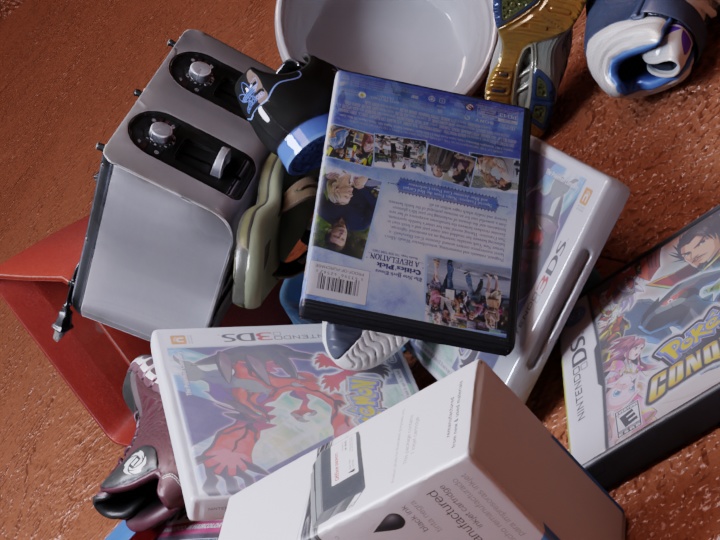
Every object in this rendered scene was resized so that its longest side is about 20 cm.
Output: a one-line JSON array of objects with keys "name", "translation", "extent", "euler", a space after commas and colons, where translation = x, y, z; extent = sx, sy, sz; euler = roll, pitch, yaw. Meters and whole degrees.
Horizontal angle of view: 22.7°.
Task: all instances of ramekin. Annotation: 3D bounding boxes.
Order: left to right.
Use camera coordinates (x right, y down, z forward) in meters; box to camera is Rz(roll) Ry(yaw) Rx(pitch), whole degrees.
[{"name": "ramekin", "translation": [0.022, -0.210, 1.626], "extent": [0.200, 0.200, 0.105], "euler": [-50, -8, -13]}]

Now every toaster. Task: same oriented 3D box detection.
[{"name": "toaster", "translation": [-0.135, -0.050, 1.371], "extent": [0.181, 0.118, 0.201], "euler": [-64, -4, -48]}]

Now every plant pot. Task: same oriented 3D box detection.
[{"name": "plant pot", "translation": [-0.173, 0.027, 1.565], "extent": [0.176, 0.201, 0.199], "euler": [-44, 21, -23]}]

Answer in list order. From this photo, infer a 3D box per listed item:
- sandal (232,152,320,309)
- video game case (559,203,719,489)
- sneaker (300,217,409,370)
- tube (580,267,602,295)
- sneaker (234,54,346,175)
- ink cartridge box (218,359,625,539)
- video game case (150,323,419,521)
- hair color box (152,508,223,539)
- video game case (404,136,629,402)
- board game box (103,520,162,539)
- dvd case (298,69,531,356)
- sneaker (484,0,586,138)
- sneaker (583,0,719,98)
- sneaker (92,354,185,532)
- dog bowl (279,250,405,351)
[{"name": "sandal", "translation": [-0.047, -0.030, 1.290], "extent": [0.057, 0.080, 0.201], "euler": [3, 29, 9]}, {"name": "video game case", "translation": [0.211, 0.031, 1.121], "extent": [0.199, 0.026, 0.181], "euler": [-35, 25, 22]}, {"name": "sneaker", "translation": [0.000, 0.000, 1.341], "extent": [0.129, 0.079, 0.200], "euler": [-37, 35, 55]}, {"name": "tube", "translation": [0.131, -0.021, 1.323], "extent": [0.077, 0.050, 0.201], "euler": [-46, 26, 22]}, {"name": "sneaker", "translation": [-0.017, -0.124, 1.326], "extent": [0.070, 0.078, 0.200], "euler": [-44, -13, 26]}, {"name": "ink cartridge box", "translation": [0.032, 0.164, 1.040], "extent": [0.199, 0.145, 0.085], "euler": [-31, 26, 29]}, {"name": "video game case", "translation": [-0.044, 0.098, 1.243], "extent": [0.181, 0.023, 0.200], "euler": [-2, 32, -14]}, {"name": "hair color box", "translation": [-0.074, 0.155, 1.337], "extent": [0.100, 0.061, 0.201], "euler": [-15, 36, 49]}, {"name": "video game case", "translation": [0.101, -0.001, 1.259], "extent": [0.183, 0.023, 0.200], "euler": [-64, 21, 7]}, {"name": "board game box", "translation": [-0.186, 0.231, 1.392], "extent": [0.158, 0.039, 0.200], "euler": [-49, 5, -37]}, {"name": "dvd case", "translation": [0.041, -0.042, 1.207], "extent": [0.018, 0.141, 0.201], "euler": [108, 171, -55]}, {"name": "sneaker", "translation": [0.144, -0.210, 1.472], "extent": [0.088, 0.075, 0.201], "euler": [-67, -7, -57]}, {"name": "sneaker", "translation": [0.262, -0.206, 1.381], "extent": [0.199, 0.081, 0.147], "euler": [-30, 35, 24]}, {"name": "sneaker", "translation": [-0.162, 0.131, 1.332], "extent": [0.115, 0.076, 0.200], "euler": [-42, 21, -17]}, {"name": "dog bowl", "translation": [0.003, 0.012, 1.464], "extent": [0.112, 0.050, 0.200], "euler": [-52, 24, -18]}]
